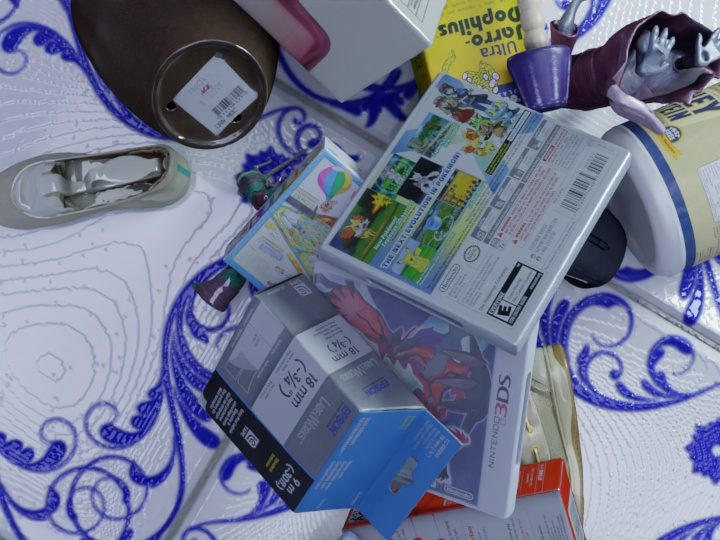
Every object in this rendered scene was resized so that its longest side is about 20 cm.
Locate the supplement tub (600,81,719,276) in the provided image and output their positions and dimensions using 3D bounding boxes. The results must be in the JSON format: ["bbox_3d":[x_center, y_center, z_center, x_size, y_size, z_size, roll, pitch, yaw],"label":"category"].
[{"bbox_3d":[0.328,-0.094,1.116,0.199,0.144,0.145,-23,89,-2],"label":"supplement tub"}]

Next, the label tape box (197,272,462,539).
[{"bbox_3d":[-0.031,0.125,1.036,0.200,0.063,0.145,46,130,18],"label":"label tape box"}]

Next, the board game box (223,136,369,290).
[{"bbox_3d":[0.000,0.000,1.078,0.200,0.034,0.134,40,107,-16],"label":"board game box"}]

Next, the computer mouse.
[{"bbox_3d":[0.178,-0.008,1.092,0.046,0.200,0.141,20,79,40],"label":"computer mouse"}]

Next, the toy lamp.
[{"bbox_3d":[0.141,-0.234,1.052,0.058,0.058,0.202,-11,87,-2],"label":"toy lamp"}]

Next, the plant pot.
[{"bbox_3d":[-0.141,-0.188,1.045,0.185,0.200,0.188,-9,124,-13],"label":"plant pot"}]

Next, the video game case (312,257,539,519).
[{"bbox_3d":[0.044,0.096,1.038,0.199,0.023,0.184,16,116,26],"label":"video game case"}]

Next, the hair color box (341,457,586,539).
[{"bbox_3d":[0.094,0.239,1.100,0.199,0.061,0.102,-13,106,16],"label":"hair color box"}]

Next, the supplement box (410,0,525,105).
[{"bbox_3d":[0.096,-0.227,1.132,0.109,0.109,0.202,-14,88,-2],"label":"supplement box"}]

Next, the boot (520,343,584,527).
[{"bbox_3d":[0.124,0.174,1.140,0.154,0.073,0.202,-7,100,5],"label":"boot"}]

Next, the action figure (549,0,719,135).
[{"bbox_3d":[0.223,-0.167,1.101,0.134,0.199,0.150,33,70,-29],"label":"action figure"}]

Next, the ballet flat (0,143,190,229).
[{"bbox_3d":[-0.256,-0.081,1.141,0.198,0.069,0.070,-10,88,-1],"label":"ballet flat"}]

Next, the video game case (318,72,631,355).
[{"bbox_3d":[0.093,-0.052,1.000,0.181,0.022,0.201,26,67,20],"label":"video game case"}]

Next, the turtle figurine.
[{"bbox_3d":[-0.058,-0.039,1.133,0.149,0.101,0.201,35,94,1],"label":"turtle figurine"}]

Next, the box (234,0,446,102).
[{"bbox_3d":[-0.034,-0.258,0.991,0.200,0.109,0.128,42,43,-25],"label":"box"}]

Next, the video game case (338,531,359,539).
[{"bbox_3d":[-0.010,0.356,1.106,0.182,0.023,0.200,43,110,-2],"label":"video game case"}]
